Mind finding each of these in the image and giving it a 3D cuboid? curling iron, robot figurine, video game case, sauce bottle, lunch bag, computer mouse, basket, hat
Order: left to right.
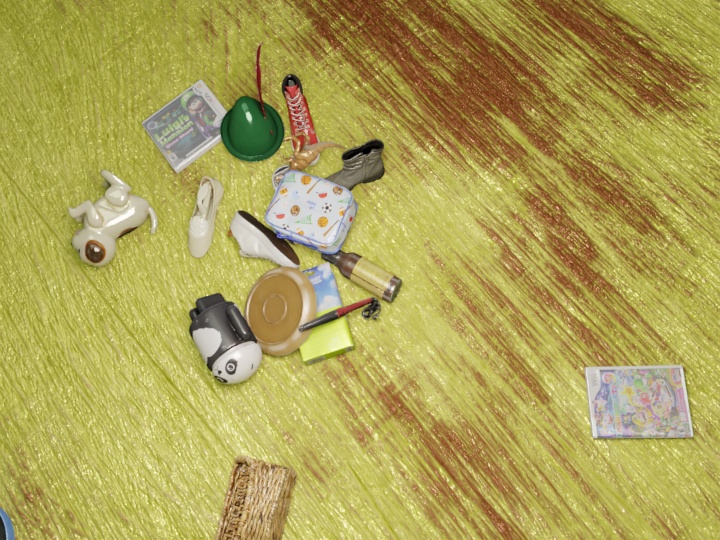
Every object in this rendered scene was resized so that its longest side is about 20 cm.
[{"bbox_3d":[-0.444,-0.377,1.713,0.199,0.023,0.183,-38,70,-6],"label":"video game case"},{"bbox_3d":[-0.299,0.151,1.445,0.123,0.151,0.202,-31,73,-10],"label":"robot figurine"},{"bbox_3d":[-0.227,0.481,1.318,0.145,0.143,0.204,10,72,10],"label":"basket"},{"bbox_3d":[-0.273,-0.394,1.601,0.162,0.177,0.204,-19,73,-10],"label":"hat"},{"bbox_3d":[-0.151,-0.161,1.590,0.108,0.044,0.203,-25,74,6],"label":"computer mouse"},{"bbox_3d":[-0.116,-0.130,1.507,0.196,0.076,0.163,20,78,17],"label":"lunch bag"},{"bbox_3d":[-0.041,0.100,1.440,0.196,0.026,0.050,-13,67,-19],"label":"curling iron"},{"bbox_3d":[0.000,0.000,1.500,0.198,0.065,0.065,31,77,16],"label":"sauce bottle"},{"bbox_3d":[0.569,0.270,1.356,0.195,0.018,0.147,-2,71,7],"label":"video game case"}]

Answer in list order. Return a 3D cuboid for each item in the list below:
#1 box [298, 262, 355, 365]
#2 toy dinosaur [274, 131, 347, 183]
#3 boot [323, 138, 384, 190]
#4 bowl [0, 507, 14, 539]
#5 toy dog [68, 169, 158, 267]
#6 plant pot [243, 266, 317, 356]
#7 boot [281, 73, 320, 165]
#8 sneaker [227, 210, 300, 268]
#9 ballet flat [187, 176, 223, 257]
[{"bbox_3d":[-0.095,0.097,1.487,0.119,0.048,0.204,-17,69,0],"label":"box"},{"bbox_3d":[-0.124,-0.278,1.558,0.198,0.060,0.108,-31,89,21],"label":"toy dinosaur"},{"bbox_3d":[-0.033,-0.239,1.553,0.197,0.131,0.069,-27,69,-3],"label":"boot"},{"bbox_3d":[-0.835,0.598,1.412,0.195,0.039,0.205,-2,70,7],"label":"bowl"},{"bbox_3d":[-0.610,-0.105,1.595,0.193,0.139,0.203,36,73,-20],"label":"toy dog"},{"bbox_3d":[-0.187,0.088,1.476,0.196,0.027,0.205,-7,75,28],"label":"plant pot"},{"bbox_3d":[-0.150,-0.368,1.607,0.071,0.145,0.204,-14,71,0],"label":"boot"},{"bbox_3d":[-0.230,-0.051,1.558,0.199,0.073,0.085,39,110,12],"label":"sneaker"},{"bbox_3d":[-0.383,-0.135,1.597,0.068,0.070,0.205,6,72,9],"label":"ballet flat"}]
